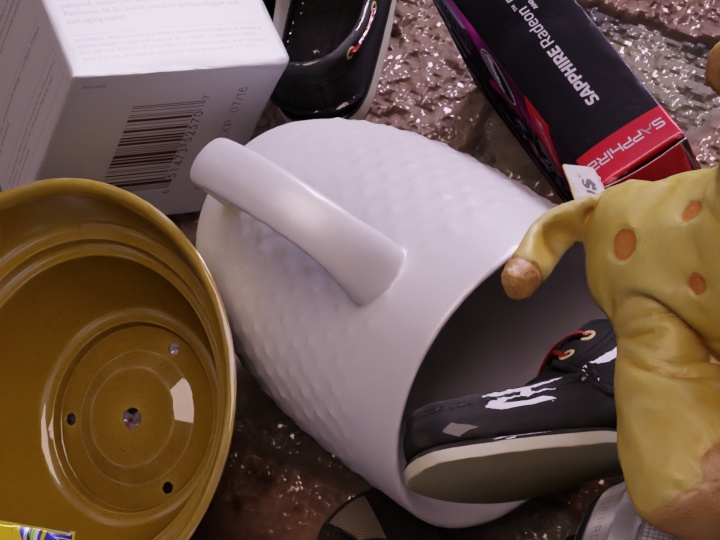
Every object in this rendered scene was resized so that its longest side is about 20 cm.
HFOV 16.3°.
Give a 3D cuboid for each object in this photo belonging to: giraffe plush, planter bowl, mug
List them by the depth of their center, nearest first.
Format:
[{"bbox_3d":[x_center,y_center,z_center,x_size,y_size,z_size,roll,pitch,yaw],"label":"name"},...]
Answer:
[{"bbox_3d":[0.170,-0.012,0.956,0.172,0.162,0.200,-20,66,-43],"label":"giraffe plush"},{"bbox_3d":[0.000,0.000,1.119,0.175,0.200,0.148,34,88,38],"label":"mug"},{"bbox_3d":[-0.123,0.064,1.155,0.199,0.083,0.202,-5,79,28],"label":"planter bowl"}]

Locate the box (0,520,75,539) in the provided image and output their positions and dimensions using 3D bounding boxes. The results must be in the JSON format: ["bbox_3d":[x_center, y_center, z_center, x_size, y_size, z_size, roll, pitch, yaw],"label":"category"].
[{"bbox_3d":[-0.179,0.169,1.058,0.064,0.200,0.071,12,60,-20],"label":"box"}]

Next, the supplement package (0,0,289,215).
[{"bbox_3d":[-0.135,-0.137,1.240,0.117,0.117,0.201,-8,57,-29],"label":"supplement package"}]

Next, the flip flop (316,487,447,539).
[{"bbox_3d":[0.023,0.185,1.103,0.081,0.058,0.201,-20,46,6],"label":"flip flop"}]

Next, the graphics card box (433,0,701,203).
[{"bbox_3d":[0.097,-0.076,1.164,0.051,0.126,0.200,-32,52,1],"label":"graphics card box"}]

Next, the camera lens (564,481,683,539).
[{"bbox_3d":[0.171,0.177,1.017,0.198,0.160,0.161,10,64,14],"label":"camera lens"}]

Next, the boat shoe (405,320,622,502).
[{"bbox_3d":[0.100,0.057,1.068,0.200,0.074,0.064,-7,73,-31],"label":"boat shoe"}]

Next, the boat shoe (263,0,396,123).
[{"bbox_3d":[-0.013,-0.170,1.290,0.073,0.063,0.203,1,61,12],"label":"boat shoe"}]
